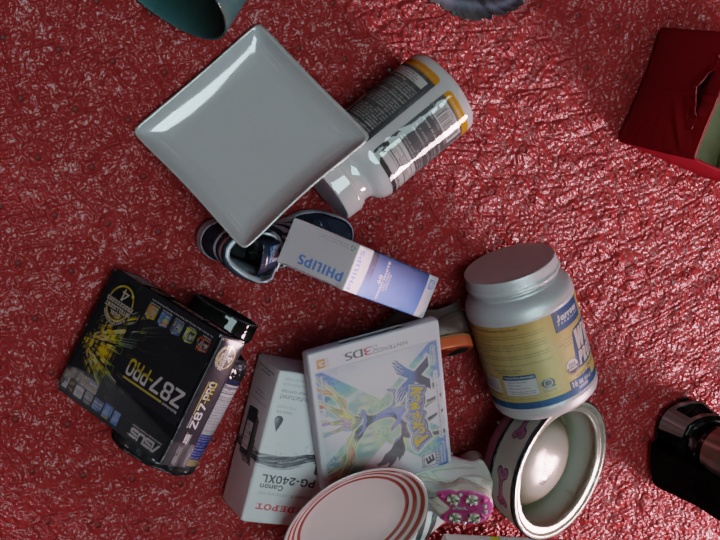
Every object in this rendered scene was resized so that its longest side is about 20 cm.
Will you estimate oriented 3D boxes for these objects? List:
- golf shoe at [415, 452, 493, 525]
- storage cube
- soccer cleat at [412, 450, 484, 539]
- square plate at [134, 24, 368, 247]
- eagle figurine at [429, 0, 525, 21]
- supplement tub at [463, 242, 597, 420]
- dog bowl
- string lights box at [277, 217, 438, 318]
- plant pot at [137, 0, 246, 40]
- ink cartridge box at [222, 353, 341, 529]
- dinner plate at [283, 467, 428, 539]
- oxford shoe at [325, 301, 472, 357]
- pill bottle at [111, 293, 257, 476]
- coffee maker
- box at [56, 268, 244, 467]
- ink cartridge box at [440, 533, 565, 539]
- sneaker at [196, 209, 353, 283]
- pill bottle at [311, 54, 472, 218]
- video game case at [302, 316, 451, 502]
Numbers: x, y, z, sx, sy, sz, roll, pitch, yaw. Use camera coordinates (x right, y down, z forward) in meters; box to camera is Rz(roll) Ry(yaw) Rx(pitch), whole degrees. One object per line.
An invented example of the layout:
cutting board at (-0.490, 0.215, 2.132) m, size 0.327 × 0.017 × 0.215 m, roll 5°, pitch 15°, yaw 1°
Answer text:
golf shoe at (0.077, 0.276, 1.716) m, size 0.200 × 0.092 × 0.075 m, roll 10°, pitch 130°, yaw 6°
storage cube at (0.483, -0.213, 1.735) m, size 0.200 × 0.180 × 0.171 m, roll 18°, pitch 95°, yaw -25°
soccer cleat at (0.086, 0.313, 1.758) m, size 0.200 × 0.069 × 0.085 m, roll -46°, pitch 119°, yaw -2°
square plate at (-0.127, -0.157, 1.527) m, size 0.200 × 0.028 × 0.198 m, roll -42°, pitch 80°, yaw -8°
eagle figurine at (0.115, -0.390, 1.584) m, size 0.200 × 0.151 × 0.152 m, roll -10°, pitch 153°, yaw -50°
supplement tub at (0.220, 0.079, 1.713) m, size 0.145 × 0.145 × 0.200 m, roll -25°, pitch 111°, yaw -16°
dog bowl at (0.246, 0.260, 1.779) m, size 0.200 × 0.074 × 0.200 m, roll -19°, pitch 119°, yaw -40°
string lights box at (0.000, 0.000, 1.574) m, size 0.200 × 0.103 × 0.059 m, roll 21°, pitch 92°, yaw -58°
plant pot at (-0.178, -0.377, 1.413) m, size 0.201 × 0.201 × 0.161 m, roll 44°, pitch 73°, yaw -25°
ink cartridge box at (-0.076, 0.220, 1.655) m, size 0.145 × 0.083 × 0.200 m, roll 11°, pitch 98°, yaw -26°
dinner plate at (-0.008, 0.317, 1.645) m, size 0.200 × 0.024 × 0.200 m, roll -16°, pitch 133°, yaw -18°
oxford shoe at (0.043, 0.083, 1.695) m, size 0.200 × 0.071 × 0.073 m, roll -6°, pitch 74°, yaw -17°
pill bottle at (-0.206, 0.135, 1.565) m, size 0.112 × 0.112 × 0.200 m, roll 27°, pitch 91°, yaw -26°
coffee maker at (0.507, 0.299, 1.858) m, size 0.135 × 0.200 × 0.192 m, roll 17°, pitch 93°, yaw -23°
box at (-0.243, 0.109, 1.498) m, size 0.049 × 0.200 × 0.161 m, roll 21°, pitch 97°, yaw -54°
ink cartridge box at (0.184, 0.441, 1.796) m, size 0.200 × 0.083 × 0.145 m, roll 8°, pitch 124°, yaw -25°
sneaker at (-0.088, -0.029, 1.576) m, size 0.200 × 0.108 × 0.070 m, roll -3°, pitch 104°, yaw -22°
pill bottle at (0.030, -0.162, 1.591) m, size 0.200 × 0.116 × 0.116 m, roll -40°, pitch 114°, yaw -9°
video game case at (0.024, 0.172, 1.631) m, size 0.182 × 0.022 × 0.200 m, roll -14°, pitch 109°, yaw -23°
